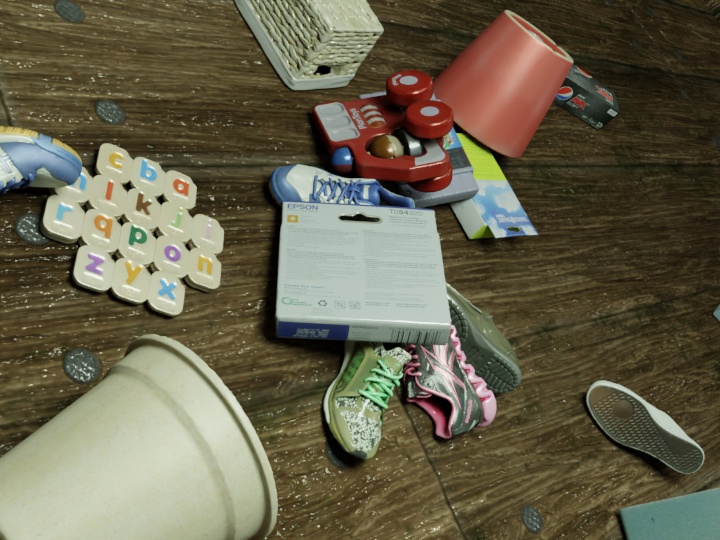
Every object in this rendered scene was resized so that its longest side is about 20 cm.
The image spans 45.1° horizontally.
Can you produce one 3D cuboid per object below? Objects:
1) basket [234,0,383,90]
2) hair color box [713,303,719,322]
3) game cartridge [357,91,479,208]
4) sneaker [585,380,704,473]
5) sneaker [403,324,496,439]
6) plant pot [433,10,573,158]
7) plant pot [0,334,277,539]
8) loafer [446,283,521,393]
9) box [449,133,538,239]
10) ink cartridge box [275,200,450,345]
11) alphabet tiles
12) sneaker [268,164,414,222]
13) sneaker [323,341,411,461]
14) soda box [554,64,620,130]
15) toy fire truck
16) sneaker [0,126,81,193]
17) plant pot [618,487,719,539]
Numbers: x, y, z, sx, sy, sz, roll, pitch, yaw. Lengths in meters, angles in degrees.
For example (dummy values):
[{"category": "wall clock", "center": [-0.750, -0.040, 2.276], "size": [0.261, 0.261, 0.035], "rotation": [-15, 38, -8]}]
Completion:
[{"category": "basket", "center": [-0.076, -0.382, 1.274], "size": [0.136, 0.123, 0.200], "rotation": [-17, 72, -47]}, {"category": "hair color box", "center": [0.793, 0.078, 1.760], "size": [0.099, 0.061, 0.200], "rotation": [54, 40, 5]}, {"category": "game cartridge", "center": [0.087, -0.189, 1.309], "size": [0.130, 0.038, 0.200], "rotation": [-15, 67, -19]}, {"category": "sneaker", "center": [0.414, 0.229, 1.302], "size": [0.200, 0.073, 0.085], "rotation": [37, 10, -6]}, {"category": "sneaker", "center": [0.082, 0.119, 1.071], "size": [0.095, 0.079, 0.200], "rotation": [-26, 77, -38]}, {"category": "plant pot", "center": [0.239, -0.315, 1.432], "size": [0.200, 0.177, 0.200], "rotation": [29, 25, -15]}, {"category": "plant pot", "center": [-0.200, 0.179, 0.682], "size": [0.183, 0.200, 0.200], "rotation": [-30, 82, -38]}, {"category": "loafer", "center": [0.135, 0.079, 1.153], "size": [0.200, 0.075, 0.070], "rotation": [47, 28, -10]}, {"category": "box", "center": [0.187, -0.126, 1.371], "size": [0.122, 0.048, 0.200], "rotation": [-7, 63, -45]}, {"category": "ink cartridge box", "center": [0.000, 0.000, 1.031], "size": [0.196, 0.043, 0.200], "rotation": [3, 43, -5]}, {"category": "alphabet tiles", "center": [-0.241, -0.045, 0.940], "size": [0.200, 0.015, 0.196], "rotation": [22, 47, -29]}, {"category": "sneaker", "center": [-0.019, -0.100, 1.122], "size": [0.200, 0.088, 0.075], "rotation": [15, 67, -33]}, {"category": "sneaker", "center": [0.017, 0.120, 0.987], "size": [0.077, 0.089, 0.200], "rotation": [32, 43, -21]}, {"category": "soda box", "center": [0.442, -0.373, 1.793], "size": [0.200, 0.063, 0.071], "rotation": [25, 45, -27]}, {"category": "toy fire truck", "center": [0.032, -0.181, 1.189], "size": [0.168, 0.112, 0.200], "rotation": [-13, 43, -9]}, {"category": "sneaker", "center": [-0.365, -0.088, 0.816], "size": [0.200, 0.075, 0.088], "rotation": [4, 68, -33]}, {"category": "plant pot", "center": [0.487, 0.402, 1.129], "size": [0.196, 0.196, 0.200], "rotation": [16, 59, -34]}]
